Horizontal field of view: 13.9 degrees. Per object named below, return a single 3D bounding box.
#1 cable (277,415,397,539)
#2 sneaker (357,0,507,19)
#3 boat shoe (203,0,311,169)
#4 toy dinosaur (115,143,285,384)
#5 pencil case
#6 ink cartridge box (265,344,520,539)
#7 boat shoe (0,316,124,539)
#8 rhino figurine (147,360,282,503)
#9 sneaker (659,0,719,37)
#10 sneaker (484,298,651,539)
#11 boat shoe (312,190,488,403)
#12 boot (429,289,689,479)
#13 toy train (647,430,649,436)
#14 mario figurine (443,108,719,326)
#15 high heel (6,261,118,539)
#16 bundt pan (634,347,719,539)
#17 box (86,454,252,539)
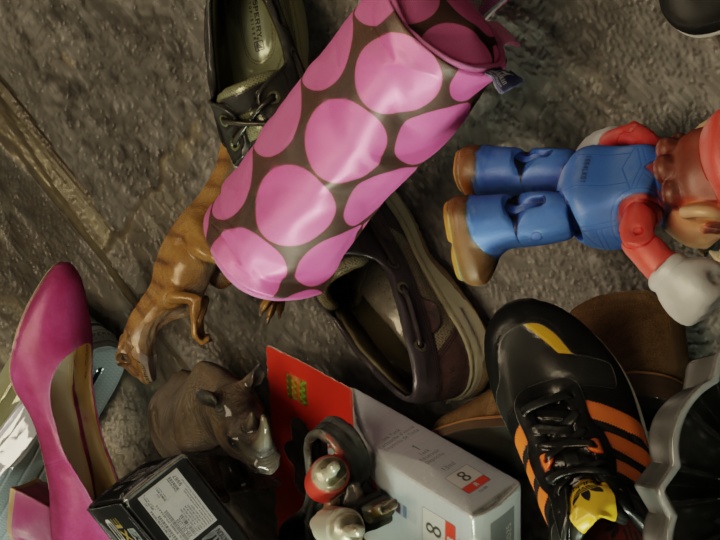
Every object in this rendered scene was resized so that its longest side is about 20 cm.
[{"bbox_3d":[-0.029,0.145,1.723,0.097,0.050,0.200,64,155,3],"label":"cable"},{"bbox_3d":[0.032,-0.154,1.682,0.081,0.088,0.200,54,127,20],"label":"sneaker"},{"bbox_3d":[-0.059,-0.097,1.748,0.072,0.066,0.201,-22,63,23],"label":"boat shoe"},{"bbox_3d":[-0.091,-0.022,1.792,0.106,0.060,0.200,24,87,24],"label":"toy dinosaur"},{"bbox_3d":[0.000,-0.070,1.631,0.200,0.094,0.091,-48,65,29],"label":"pencil case"},{"bbox_3d":[0.007,0.152,1.745,0.200,0.050,0.162,26,135,32],"label":"ink cartridge box"},{"bbox_3d":[-0.223,0.106,1.966,0.200,0.072,0.062,-55,51,21],"label":"boat shoe"},{"bbox_3d":[-0.086,0.098,1.800,0.200,0.060,0.087,158,94,-73],"label":"rhino figurine"},{"bbox_3d":[0.200,-0.192,1.516,0.200,0.112,0.073,-44,68,36],"label":"sneaker"},{"bbox_3d":[0.121,0.105,1.542,0.070,0.090,0.200,-23,84,7],"label":"sneaker"},{"bbox_3d":[0.000,0.000,1.750,0.200,0.065,0.072,53,129,22],"label":"boat shoe"},{"bbox_3d":[0.114,0.068,1.680,0.200,0.074,0.075,-23,52,45],"label":"boot"},{"bbox_3d":[0.150,0.179,1.598,0.056,0.042,0.200,-6,84,19],"label":"toy train"},{"bbox_3d":[0.152,-0.025,1.593,0.200,0.106,0.124,-4,80,20],"label":"mario figurine"},{"bbox_3d":[-0.172,0.097,1.858,0.096,0.067,0.200,17,106,26],"label":"high heel"},{"bbox_3d":[0.227,0.115,1.505,0.076,0.202,0.202,178,84,-69],"label":"bundt pan"},{"bbox_3d":[-0.076,0.203,1.768,0.200,0.050,0.158,52,166,-4],"label":"box"}]
